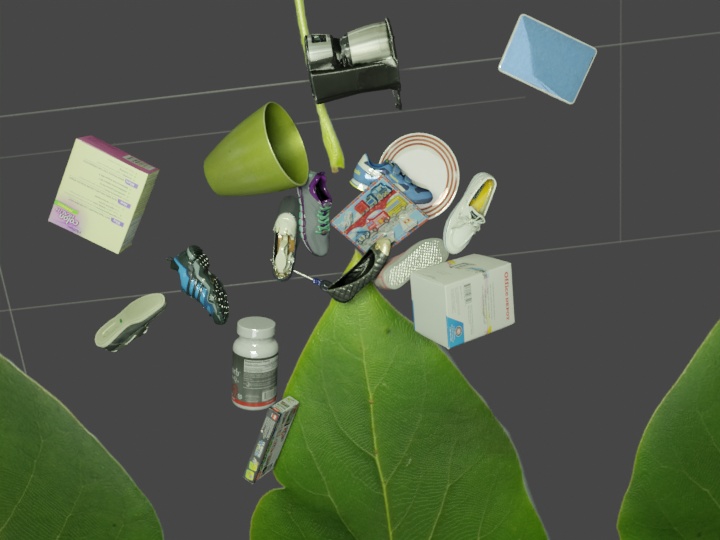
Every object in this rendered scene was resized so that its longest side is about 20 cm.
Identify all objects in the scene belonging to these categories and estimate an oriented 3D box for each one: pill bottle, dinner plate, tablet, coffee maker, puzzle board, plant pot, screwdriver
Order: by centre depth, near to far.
[{"bbox_3d":[-0.015,-0.428,1.434,0.194,0.135,0.198,-11,106,3],"label":"coffee maker"},{"bbox_3d":[-0.244,-0.244,1.469,0.196,0.188,0.191,-19,105,20],"label":"plant pot"},{"bbox_3d":[0.422,-0.475,1.489,0.195,0.014,0.133,22,104,-5],"label":"tablet"},{"bbox_3d":[0.041,-0.114,1.518,0.150,0.018,0.199,39,132,-17],"label":"puzzle board"},{"bbox_3d":[0.134,-0.218,1.547,0.194,0.024,0.206,0,105,-2],"label":"dinner plate"},{"bbox_3d":[-0.131,0.017,1.603,0.195,0.029,0.028,23,122,-7],"label":"screwdriver"},{"bbox_3d":[-0.257,0.225,1.611,0.112,0.116,0.206,4,104,-2],"label":"pill bottle"}]

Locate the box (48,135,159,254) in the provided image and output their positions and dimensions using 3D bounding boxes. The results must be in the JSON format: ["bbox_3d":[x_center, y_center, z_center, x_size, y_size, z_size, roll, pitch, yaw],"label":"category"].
[{"bbox_3d":[-0.585,-0.174,1.512,0.172,0.097,0.204,24,102,-7],"label":"box"}]

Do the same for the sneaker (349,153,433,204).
[{"bbox_3d":[0.077,-0.204,1.502,0.194,0.074,0.084,16,102,-5],"label":"sneaker"}]

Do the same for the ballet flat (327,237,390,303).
[{"bbox_3d":[0.000,0.000,1.544,0.056,0.067,0.201,28,112,-35],"label":"ballet flat"}]

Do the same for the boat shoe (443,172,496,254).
[{"bbox_3d":[0.261,-0.127,1.533,0.073,0.086,0.205,27,98,-14],"label":"boat shoe"}]

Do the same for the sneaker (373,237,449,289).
[{"bbox_3d":[0.114,-0.015,1.584,0.197,0.104,0.077,-30,96,-23],"label":"sneaker"}]

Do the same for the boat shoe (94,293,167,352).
[{"bbox_3d":[-0.553,0.128,1.618,0.198,0.072,0.068,-36,139,1],"label":"boat shoe"}]

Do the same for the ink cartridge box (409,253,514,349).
[{"bbox_3d":[0.236,0.064,1.523,0.195,0.144,0.152,-15,108,-27],"label":"ink cartridge box"}]

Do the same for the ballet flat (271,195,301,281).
[{"bbox_3d":[-0.175,-0.071,1.552,0.071,0.073,0.206,8,101,-3],"label":"ballet flat"}]

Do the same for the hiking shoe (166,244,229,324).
[{"bbox_3d":[-0.385,0.043,1.592,0.085,0.074,0.204,-24,94,13],"label":"hiking shoe"}]

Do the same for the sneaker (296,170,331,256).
[{"bbox_3d":[-0.098,-0.128,1.525,0.073,0.086,0.206,-21,108,-34],"label":"sneaker"}]

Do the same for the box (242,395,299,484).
[{"bbox_3d":[-0.225,0.426,1.666,0.034,0.110,0.204,26,104,17],"label":"box"}]
